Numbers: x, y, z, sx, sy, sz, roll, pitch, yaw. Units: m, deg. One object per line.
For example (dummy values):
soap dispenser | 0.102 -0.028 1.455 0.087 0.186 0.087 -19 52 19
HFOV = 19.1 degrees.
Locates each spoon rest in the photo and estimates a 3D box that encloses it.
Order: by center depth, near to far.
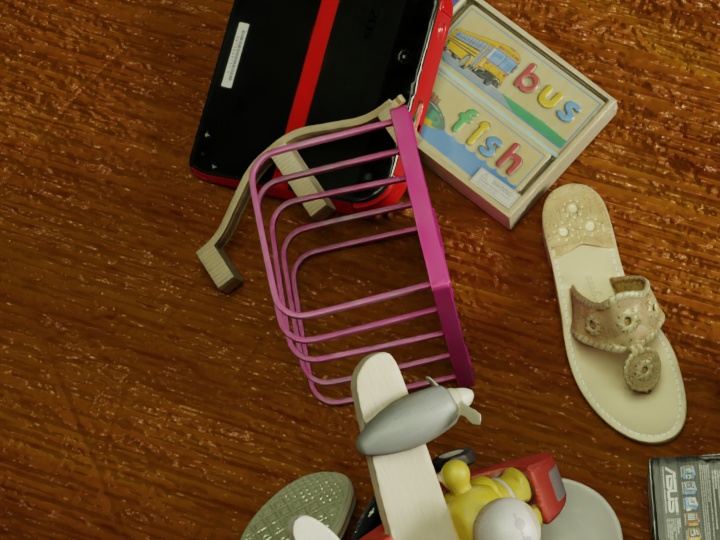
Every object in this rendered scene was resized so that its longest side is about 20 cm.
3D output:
spoon rest | 0.123 0.239 1.495 0.098 0.061 0.202 13 70 11

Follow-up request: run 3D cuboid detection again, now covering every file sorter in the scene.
file sorter | 0.000 0.000 1.533 0.124 0.200 0.140 -13 67 3

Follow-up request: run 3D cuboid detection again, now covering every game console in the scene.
game console | -0.030 -0.151 1.668 0.175 0.031 0.202 12 81 20

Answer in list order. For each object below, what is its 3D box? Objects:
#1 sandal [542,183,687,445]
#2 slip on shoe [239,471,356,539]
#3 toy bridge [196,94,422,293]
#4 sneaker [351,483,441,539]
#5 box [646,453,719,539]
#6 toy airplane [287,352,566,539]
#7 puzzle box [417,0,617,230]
sandal | 0.181 0.023 1.574 0.077 0.070 0.213 -18 67 -2
slip on shoe | -0.056 0.230 1.521 0.073 0.061 0.201 4 53 28
toy bridge | -0.045 -0.070 1.623 0.199 0.027 0.067 -38 73 10
sneaker | 0.008 0.225 1.502 0.075 0.079 0.202 11 69 11
box | 0.286 0.228 1.493 0.158 0.044 0.202 -4 68 3
toy airplane | 0.054 0.177 1.403 0.141 0.199 0.201 -13 52 49
puzzle box | 0.086 -0.140 1.676 0.200 0.025 0.133 38 75 19
